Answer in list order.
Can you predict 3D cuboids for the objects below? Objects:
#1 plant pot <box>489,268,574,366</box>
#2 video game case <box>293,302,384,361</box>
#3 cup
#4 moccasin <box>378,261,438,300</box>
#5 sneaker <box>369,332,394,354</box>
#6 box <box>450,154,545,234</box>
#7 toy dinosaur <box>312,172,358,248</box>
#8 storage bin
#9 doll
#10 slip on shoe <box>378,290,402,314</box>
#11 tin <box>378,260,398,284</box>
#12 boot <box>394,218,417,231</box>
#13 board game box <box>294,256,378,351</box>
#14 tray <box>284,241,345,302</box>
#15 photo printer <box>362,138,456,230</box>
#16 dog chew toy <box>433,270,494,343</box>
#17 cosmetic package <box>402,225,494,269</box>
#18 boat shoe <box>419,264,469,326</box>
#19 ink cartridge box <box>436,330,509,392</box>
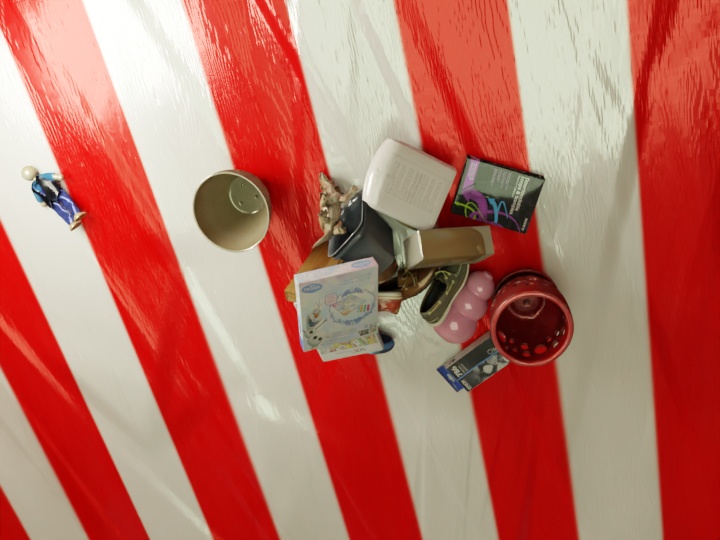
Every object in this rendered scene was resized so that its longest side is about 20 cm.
[{"bbox_3d":[0.418,0.104,1.610,0.194,0.184,0.206,4,116,8],"label":"plant pot"},{"bbox_3d":[-0.054,0.140,1.666,0.177,0.023,0.203,-13,120,20],"label":"video game case"},{"bbox_3d":[-0.304,-0.168,1.629,0.194,0.144,0.206,4,115,8],"label":"cup"},{"bbox_3d":[0.115,0.028,1.693,0.199,0.074,0.078,-28,116,30],"label":"moccasin"},{"bbox_3d":[0.003,0.167,1.772,0.194,0.074,0.084,16,115,1],"label":"sneaker"},{"bbox_3d":[0.331,-0.184,1.575,0.194,0.036,0.146,15,116,1],"label":"box"},{"bbox_3d":[-0.073,-0.140,1.582,0.084,0.135,0.206,14,79,-14],"label":"toy dinosaur"},{"bbox_3d":[0.005,-0.071,1.601,0.133,0.202,0.145,38,115,-20],"label":"storage bin"},{"bbox_3d":[-0.831,-0.207,1.753,0.200,0.049,0.136,44,124,-4],"label":"doll"},{"bbox_3d":[0.011,0.086,1.663,0.193,0.074,0.063,0,96,7],"label":"slip on shoe"},{"bbox_3d":[0.000,0.000,1.669,0.194,0.113,0.043,-12,125,14],"label":"tin"},{"bbox_3d":[0.128,-0.200,1.583,0.196,0.073,0.169,27,109,-13],"label":"boot"},{"bbox_3d":[-0.053,0.081,1.538,0.194,0.044,0.204,-12,127,-16],"label":"board game box"},{"bbox_3d":[-0.102,0.005,1.631,0.096,0.202,0.038,11,134,20],"label":"tray"},{"bbox_3d":[0.108,-0.202,1.519,0.196,0.069,0.170,21,98,-18],"label":"photo printer"},{"bbox_3d":[0.271,0.088,1.667,0.123,0.125,0.202,33,108,-7],"label":"dog chew toy"},{"bbox_3d":[0.211,-0.055,1.564,0.194,0.105,0.073,-5,79,-19],"label":"cosmetic package"},{"bbox_3d":[0.210,0.037,1.628,0.060,0.071,0.206,36,76,-41],"label":"boat shoe"},{"bbox_3d":[0.310,0.261,1.782,0.099,0.039,0.199,43,115,-12],"label":"ink cartridge box"}]
